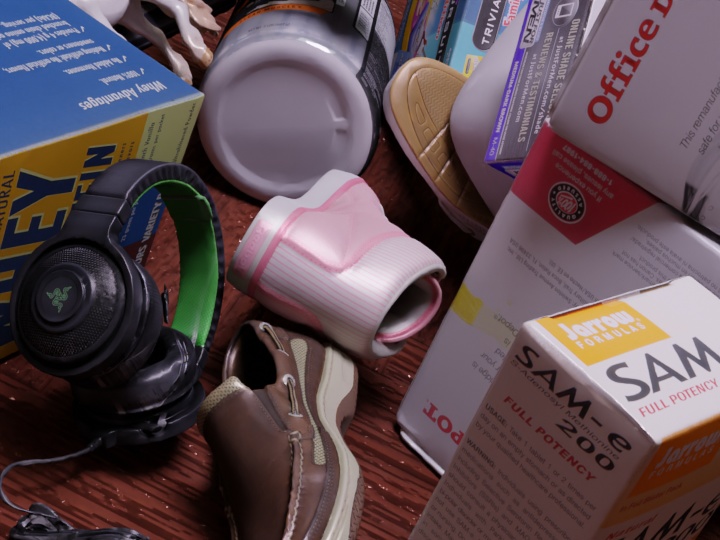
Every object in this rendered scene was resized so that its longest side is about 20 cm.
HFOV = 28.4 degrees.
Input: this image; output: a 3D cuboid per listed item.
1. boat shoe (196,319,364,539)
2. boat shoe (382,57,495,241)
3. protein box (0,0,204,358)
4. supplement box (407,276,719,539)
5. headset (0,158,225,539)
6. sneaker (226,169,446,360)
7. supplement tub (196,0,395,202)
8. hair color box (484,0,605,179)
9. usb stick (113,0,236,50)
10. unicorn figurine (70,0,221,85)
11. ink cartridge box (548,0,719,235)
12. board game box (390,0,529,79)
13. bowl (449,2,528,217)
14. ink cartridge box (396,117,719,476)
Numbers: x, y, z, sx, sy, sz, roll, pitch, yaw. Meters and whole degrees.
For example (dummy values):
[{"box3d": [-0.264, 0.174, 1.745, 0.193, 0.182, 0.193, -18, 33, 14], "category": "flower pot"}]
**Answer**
[{"box3d": [-0.047, 0.087, 0.669, 0.075, 0.075, 0.203, 34, 17, -15], "category": "boat shoe"}, {"box3d": [0.075, -0.060, 0.947, 0.200, 0.071, 0.069, 46, -16, -26], "category": "boat shoe"}, {"box3d": [-0.227, -0.065, 0.715, 0.199, 0.136, 0.198, 35, 32, 17], "category": "protein box"}, {"box3d": [0.089, 0.109, 0.613, 0.125, 0.201, 0.073, -13, 47, -45], "category": "supplement box"}, {"box3d": [-0.104, 0.041, 0.664, 0.093, 0.124, 0.201, 8, 56, 23], "category": "headset"}, {"box3d": [0.000, 0.000, 0.811, 0.104, 0.076, 0.200, 28, 12, 7], "category": "sneaker"}, {"box3d": [-0.039, -0.141, 0.979, 0.121, 0.123, 0.201, 21, 30, -7], "category": "supplement tub"}, {"box3d": [0.176, -0.079, 0.847, 0.199, 0.110, 0.065, 24, -12, -33], "category": "hair color box"}, {"box3d": [-0.168, -0.161, 0.935, 0.199, 0.033, 0.056, -32, 75, -29], "category": "usb stick"}, {"box3d": [-0.159, -0.160, 0.852, 0.138, 0.074, 0.200, 55, 14, -5], "category": "unicorn figurine"}, {"box3d": [0.209, -0.083, 0.652, 0.199, 0.147, 0.084, 35, 27, 14], "category": "ink cartridge box"}, {"box3d": [0.074, -0.191, 1.024, 0.046, 0.153, 0.200, 16, -2, -12], "category": "board game box"}, {"box3d": [0.173, -0.088, 0.928, 0.200, 0.074, 0.201, -50, 116, -24], "category": "bowl"}, {"box3d": [0.124, 0.041, 0.744, 0.145, 0.201, 0.083, 42, 32, 27], "category": "ink cartridge box"}]
